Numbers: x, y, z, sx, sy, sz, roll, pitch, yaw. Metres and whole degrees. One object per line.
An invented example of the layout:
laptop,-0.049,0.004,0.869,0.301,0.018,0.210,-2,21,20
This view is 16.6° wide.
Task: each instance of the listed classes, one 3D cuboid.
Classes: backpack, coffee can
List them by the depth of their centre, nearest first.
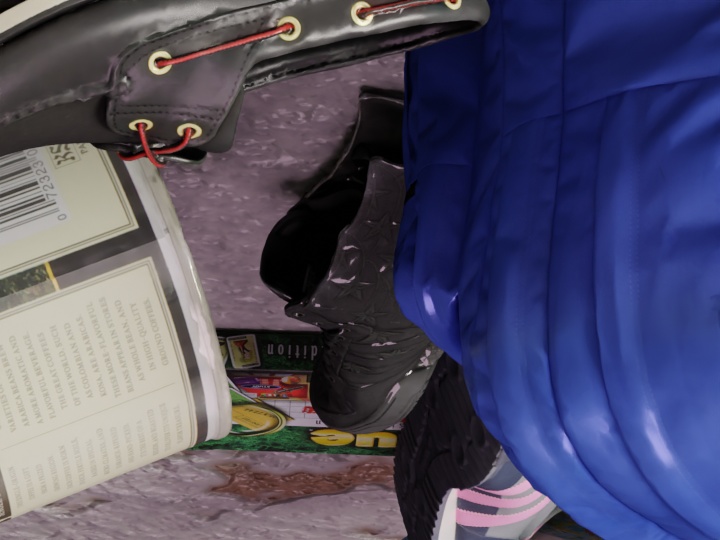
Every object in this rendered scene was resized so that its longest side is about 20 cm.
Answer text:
backpack,0.100,-0.008,0.788,0.168,0.200,0.162,-17,151,33
coffee can,-0.163,0.027,0.854,0.200,0.147,0.146,-21,159,-13

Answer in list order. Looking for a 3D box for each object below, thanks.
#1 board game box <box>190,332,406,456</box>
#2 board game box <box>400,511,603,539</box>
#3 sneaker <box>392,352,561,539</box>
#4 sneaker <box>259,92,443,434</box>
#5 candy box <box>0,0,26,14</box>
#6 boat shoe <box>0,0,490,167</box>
board game box,0.014,0.060,1.153,0.199,0.024,0.105,2,157,-1
board game box,0.115,0.139,1.157,0.200,0.034,0.134,2,-161,40
sneaker,0.069,0.069,1.088,0.082,0.070,0.200,-12,159,-15
sneaker,0.000,0.003,0.989,0.104,0.060,0.200,13,148,-27
candy box,-0.107,-0.114,0.636,0.136,0.061,0.200,-17,176,-27
boat shoe,-0.056,-0.063,0.734,0.201,0.063,0.074,-23,-179,-14
